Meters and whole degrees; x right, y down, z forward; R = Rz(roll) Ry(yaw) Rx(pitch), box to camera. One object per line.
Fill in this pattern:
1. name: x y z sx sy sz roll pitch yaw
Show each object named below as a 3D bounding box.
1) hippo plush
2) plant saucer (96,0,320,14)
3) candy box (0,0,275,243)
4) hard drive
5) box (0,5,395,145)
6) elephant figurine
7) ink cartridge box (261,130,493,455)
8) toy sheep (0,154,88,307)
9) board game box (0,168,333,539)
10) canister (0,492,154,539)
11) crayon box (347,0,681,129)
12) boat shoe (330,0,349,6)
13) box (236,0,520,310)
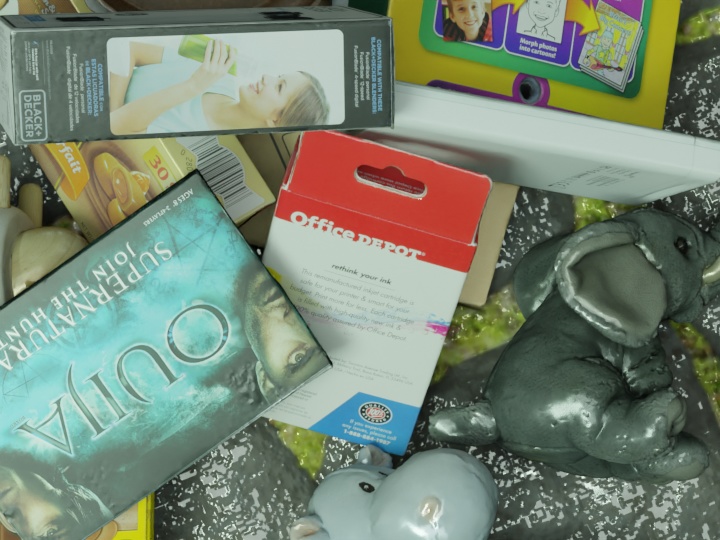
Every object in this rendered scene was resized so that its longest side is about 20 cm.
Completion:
1. hippo plush: 0.045 0.174 1.157 0.200 0.159 0.161 -21 97 37
2. plant saucer: -0.096 -0.225 1.135 0.200 0.034 0.201 2 84 -23
3. candy box: -0.148 -0.093 1.167 0.055 0.115 0.200 -31 89 -42
4. hard drive: 0.092 -0.072 1.146 0.200 0.132 0.027 9 83 -14
5. box: -0.091 -0.106 1.054 0.200 0.117 0.060 -3 101 -13
6. elephant figurine: 0.154 0.021 1.190 0.141 0.155 0.200 0 75 40
7. ink cartridge box: 0.000 0.000 1.152 0.116 0.067 0.200 16 122 -2
8. toy sheep: -0.253 0.007 1.163 0.200 0.138 0.138 -8 90 14
9. board game box: -0.134 0.055 1.100 0.200 0.028 0.135 -35 100 0
10. canister: -0.223 0.146 1.167 0.200 0.087 0.149 1 110 -4
11. crayon box: 0.095 -0.172 1.174 0.200 0.058 0.173 11 86 -27
12. boat shoe: 0.008 -0.238 1.205 0.068 0.072 0.200 11 87 36
13. box: 0.004 -0.079 1.224 0.200 0.021 0.164 16 89 -3
